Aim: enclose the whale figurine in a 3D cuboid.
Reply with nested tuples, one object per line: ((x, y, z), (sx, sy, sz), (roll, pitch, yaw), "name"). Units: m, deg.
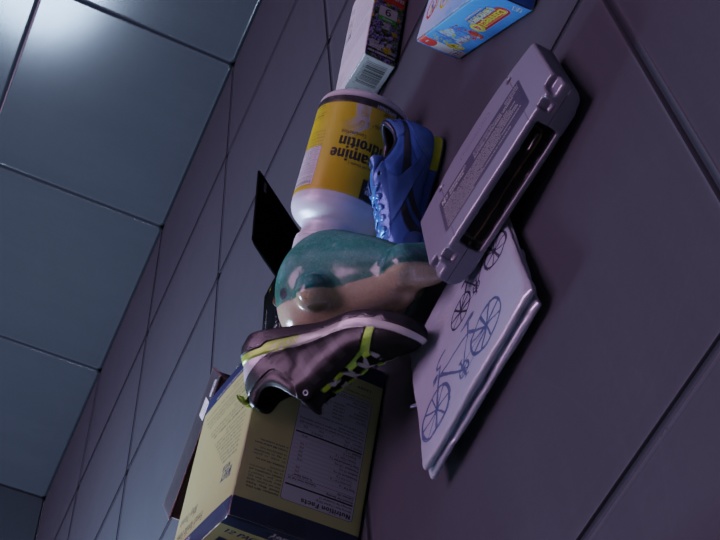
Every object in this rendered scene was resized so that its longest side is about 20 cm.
((0.000, 0.000, 1.294), (0.199, 0.158, 0.105), (-26, 73, 48), "whale figurine")

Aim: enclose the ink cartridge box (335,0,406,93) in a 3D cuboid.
((0.018, -0.327, 1.848), (0.109, 0.050, 0.202), (128, 157, -50), "ink cartridge box")

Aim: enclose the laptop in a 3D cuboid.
((-0.138, 0.002, 1.871), (0.178, 0.102, 0.201), (-91, 26, -54), "laptop")

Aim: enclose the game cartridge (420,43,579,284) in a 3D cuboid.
((0.120, -0.097, 1.185), (0.201, 0.041, 0.133), (-58, 11, 20), "game cartridge")

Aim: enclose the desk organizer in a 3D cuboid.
((-0.193, 0.242, 1.803), (0.072, 0.076, 0.202), (-162, 92, -75), "desk organizer")

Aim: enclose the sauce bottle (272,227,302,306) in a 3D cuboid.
((-0.046, -0.039, 1.677), (0.202, 0.064, 0.065), (-65, 16, 12), "sauce bottle")

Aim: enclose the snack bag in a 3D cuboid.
((0.093, 0.052, 1.155), (0.201, 0.021, 0.190), (-96, 30, -64), "snack bag")

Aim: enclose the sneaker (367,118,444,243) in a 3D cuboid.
((0.032, -0.068, 1.416), (0.066, 0.078, 0.202), (-39, 36, 58), "sneaker")

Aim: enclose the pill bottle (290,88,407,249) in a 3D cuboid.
((-0.017, -0.099, 1.560), (0.112, 0.111, 0.202), (146, 142, -65), "pill bottle")

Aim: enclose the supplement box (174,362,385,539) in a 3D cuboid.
((-0.086, 0.206, 1.364), (0.200, 0.133, 0.202), (132, 155, -53), "supplement box")

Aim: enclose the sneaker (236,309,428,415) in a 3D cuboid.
((-0.025, 0.093, 1.242), (0.198, 0.072, 0.084), (-13, 66, 28), "sneaker")

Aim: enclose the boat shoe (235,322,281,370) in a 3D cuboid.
((-0.139, 0.154, 1.747), (0.070, 0.066, 0.202), (-170, 100, -75), "boat shoe")

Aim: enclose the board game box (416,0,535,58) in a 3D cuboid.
((0.143, -0.347, 1.420), (0.196, 0.055, 0.202), (163, 126, -72), "board game box")
